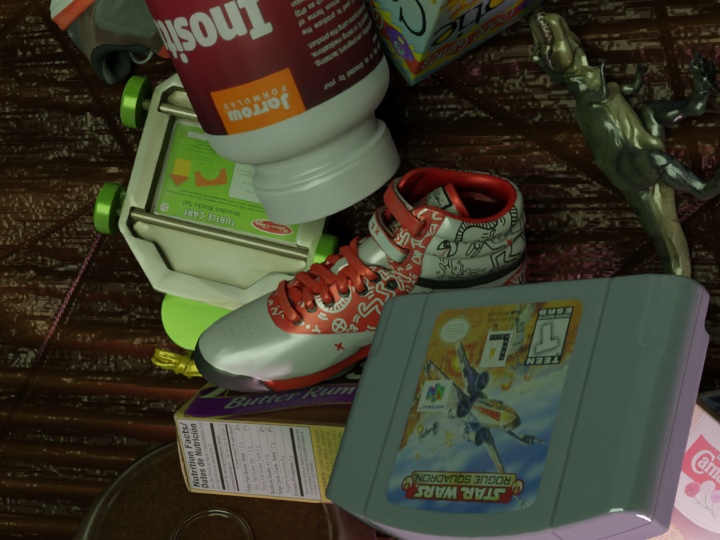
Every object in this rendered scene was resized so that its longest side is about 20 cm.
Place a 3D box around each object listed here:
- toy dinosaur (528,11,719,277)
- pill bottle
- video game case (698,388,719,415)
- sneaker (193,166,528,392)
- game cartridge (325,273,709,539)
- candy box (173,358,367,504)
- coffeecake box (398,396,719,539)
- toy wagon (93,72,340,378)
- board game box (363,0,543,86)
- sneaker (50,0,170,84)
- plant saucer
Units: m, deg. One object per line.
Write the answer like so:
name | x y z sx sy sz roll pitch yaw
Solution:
toy dinosaur | 0.167 -0.067 0.806 0.088 0.047 0.202 -28 84 37
pill bottle | -0.051 -0.133 0.788 0.112 0.113 0.202 -14 112 23
video game case | 0.278 0.151 0.788 0.180 0.023 0.203 -15 89 23
sneaker | 0.000 -0.001 0.809 0.199 0.068 0.109 -9 131 -11
game cartridge | 0.068 0.072 0.694 0.199 0.041 0.134 -7 54 45
candy box | 0.004 0.086 0.844 0.198 0.117 0.057 2 114 23
coffeecake box | 0.119 0.149 0.743 0.153 0.073 0.201 37 97 -23
toy wagon | -0.086 -0.033 0.887 0.153 0.040 0.203 13 85 8
board game box | 0.054 -0.202 0.748 0.104 0.200 0.103 -33 80 -16
sneaker | -0.111 -0.178 0.899 0.199 0.077 0.083 -23 98 43
plant saucer | -0.088 0.175 0.868 0.198 0.201 0.035 21 146 20
